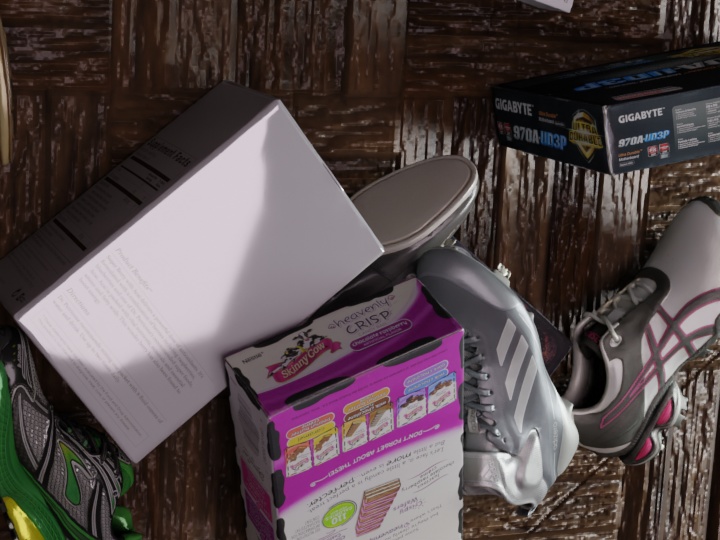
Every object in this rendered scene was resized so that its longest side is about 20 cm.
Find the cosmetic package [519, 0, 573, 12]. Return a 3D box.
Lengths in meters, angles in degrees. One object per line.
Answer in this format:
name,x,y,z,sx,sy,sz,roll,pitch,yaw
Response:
cosmetic package,0.054,-0.235,1.093,0.198,0.051,0.083,15,94,-24

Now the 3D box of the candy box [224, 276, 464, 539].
candy box,-0.006,0.116,1.058,0.135,0.061,0.201,-22,135,-21

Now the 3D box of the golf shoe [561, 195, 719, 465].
golf shoe,0.203,0.038,1.199,0.088,0.077,0.202,19,95,-31

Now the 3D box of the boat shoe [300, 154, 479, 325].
boat shoe,0.000,0.000,1.124,0.199,0.067,0.057,-38,139,-6

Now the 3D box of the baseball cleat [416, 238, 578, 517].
baseball cleat,0.083,0.081,1.109,0.201,0.069,0.107,55,52,-29

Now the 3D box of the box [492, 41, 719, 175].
box,0.209,-0.111,1.126,0.198,0.159,0.046,-12,105,-19

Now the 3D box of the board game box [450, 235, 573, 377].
board game box,0.039,0.088,1.169,0.135,0.035,0.201,39,86,-25

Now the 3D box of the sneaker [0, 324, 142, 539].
sneaker,-0.190,0.109,1.044,0.085,0.078,0.201,-22,130,-12

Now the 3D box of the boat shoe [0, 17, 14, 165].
boat shoe,-0.246,-0.156,0.981,0.067,0.072,0.202,-15,101,-13

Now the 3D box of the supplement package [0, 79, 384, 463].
supplement package,-0.109,-0.005,1.040,0.200,0.120,0.122,-39,112,-9
